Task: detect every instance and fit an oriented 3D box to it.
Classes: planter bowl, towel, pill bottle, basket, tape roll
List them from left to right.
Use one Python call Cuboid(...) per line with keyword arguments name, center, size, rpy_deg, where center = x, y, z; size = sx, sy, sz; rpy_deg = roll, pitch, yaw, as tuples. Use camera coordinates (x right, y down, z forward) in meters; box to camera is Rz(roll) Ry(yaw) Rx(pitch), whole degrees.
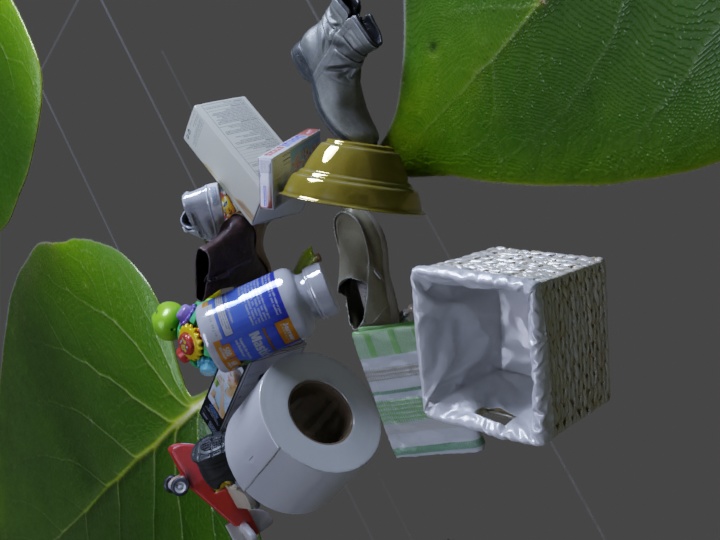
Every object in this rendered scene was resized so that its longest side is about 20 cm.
Cuboid(name="pill bottle", center=(-0.135, 0.065, 1.765), size=(0.112, 0.199, 0.113), rpy_deg=(-23, -90, -87))
Cuboid(name="tape roll", center=(-0.087, 0.244, 1.771), size=(0.203, 0.202, 0.139), rpy_deg=(57, 137, 18))
Cuboid(name="planter bowl", center=(-0.005, -0.129, 1.573), size=(0.200, 0.200, 0.084), rpy_deg=(15, 99, 45))
Cuboid(name="towel", center=(0.082, 0.162, 1.638), size=(0.148, 0.031, 0.201), rpy_deg=(-10, 107, 32))
Cuboid(name="basket", center=(0.187, 0.084, 1.440), size=(0.198, 0.160, 0.201), rpy_deg=(8, 108, 47))

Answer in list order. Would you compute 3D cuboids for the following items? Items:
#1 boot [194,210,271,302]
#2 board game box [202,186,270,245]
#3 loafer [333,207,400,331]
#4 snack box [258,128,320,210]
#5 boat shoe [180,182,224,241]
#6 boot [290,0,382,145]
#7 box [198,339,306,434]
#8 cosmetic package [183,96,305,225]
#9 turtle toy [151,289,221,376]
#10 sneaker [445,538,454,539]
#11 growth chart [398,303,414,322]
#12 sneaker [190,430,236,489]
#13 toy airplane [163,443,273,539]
Cuboid(name="boot", center=(-0.207, 0.004, 1.837), size=(0.072, 0.166, 0.201), rpy_deg=(25, 131, 19))
Cuboid(name="board game box", center=(-0.200, -0.087, 1.925), size=(0.105, 0.023, 0.200), rpy_deg=(56, 136, 17))
Cuboid(name="loafer", center=(0.000, 0.000, 1.685), size=(0.076, 0.068, 0.201), rpy_deg=(-30, 74, 48))
Cuboid(name="snack box", center=(-0.097, -0.145, 1.665), size=(0.024, 0.200, 0.072), rpy_deg=(4, 109, 16))
Cuboid(name="boat shoe", center=(-0.247, -0.082, 1.849), size=(0.200, 0.068, 0.073), rpy_deg=(124, 137, -80))
Cuboid(name="boot", center=(-0.013, -0.275, 1.623), size=(0.131, 0.068, 0.201), rpy_deg=(-43, 72, 40))
Cuboid(name="box", center=(-0.175, 0.175, 1.914), size=(0.060, 0.116, 0.201), rpy_deg=(51, 136, 27))
Cuboid(name="cosmetic package", center=(-0.171, -0.169, 1.804), size=(0.200, 0.105, 0.071), rpy_deg=(52, 136, 25))
Cuboid(name="turtle toy", center=(-0.273, 0.106, 2.008), size=(0.199, 0.101, 0.147), rpy_deg=(23, 119, 42))
Cuboid(name="sneaker", center=(0.142, 0.486, 1.692), size=(0.072, 0.072, 0.201), rpy_deg=(-9, 94, 51))
Cuboid(name="growth chart", center=(0.066, 0.160, 1.711), size=(0.144, 0.018, 0.201), rpy_deg=(-25, 83, 50))
Cuboid(name="sneaker", center=(-0.169, 0.292, 1.911), size=(0.076, 0.199, 0.091), rpy_deg=(-109, 4, -60))
Cuboid(name="toy airplane", center=(-0.223, 0.373, 2.036), size=(0.199, 0.141, 0.199), rpy_deg=(26, 159, 31))
